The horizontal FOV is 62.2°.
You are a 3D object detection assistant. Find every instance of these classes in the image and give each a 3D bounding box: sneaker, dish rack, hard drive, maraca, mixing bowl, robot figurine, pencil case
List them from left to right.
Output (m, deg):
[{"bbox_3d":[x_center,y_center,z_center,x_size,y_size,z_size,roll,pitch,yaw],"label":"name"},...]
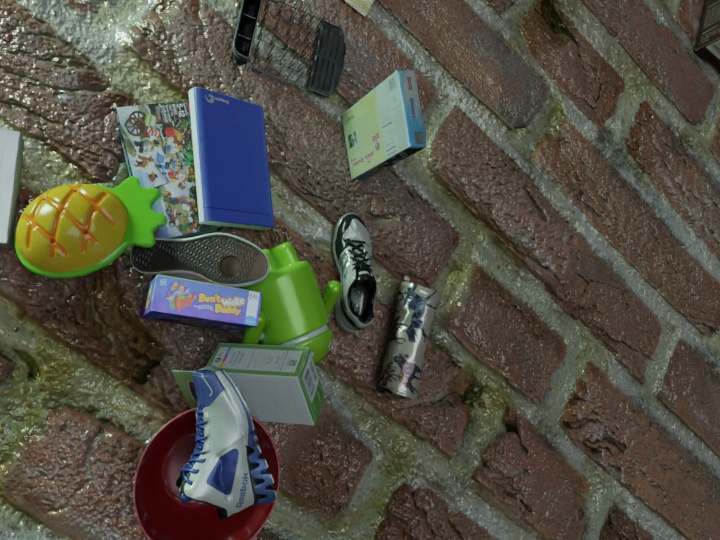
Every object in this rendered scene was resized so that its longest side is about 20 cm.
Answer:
[{"bbox_3d":[-0.367,-0.062,0.816,0.196,0.107,0.139,-18,71,-14],"label":"maraca"},{"bbox_3d":[-0.223,0.290,0.850,0.196,0.108,0.205,3,83,-25],"label":"mixing bowl"},{"bbox_3d":[-0.224,-0.016,0.872,0.196,0.085,0.074,7,84,3],"label":"sneaker"},{"bbox_3d":[-0.191,0.234,0.768,0.114,0.080,0.203,-23,95,-27],"label":"sneaker"},{"bbox_3d":[-0.197,-0.169,0.925,0.131,0.025,0.204,3,78,-49],"label":"hard drive"},{"bbox_3d":[-0.112,0.064,0.922,0.174,0.115,0.204,-20,93,-43],"label":"robot figurine"},{"bbox_3d":[-0.112,-0.389,1.008,0.197,0.054,0.157,16,79,-23],"label":"dish rack"},{"bbox_3d":[0.000,0.000,0.998,0.074,0.087,0.205,0,83,-23],"label":"sneaker"},{"bbox_3d":[0.085,0.118,1.031,0.076,0.090,0.204,12,77,6],"label":"pencil case"}]

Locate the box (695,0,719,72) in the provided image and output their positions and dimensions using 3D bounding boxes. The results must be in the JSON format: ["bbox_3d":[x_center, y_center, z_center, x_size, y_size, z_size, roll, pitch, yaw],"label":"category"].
[{"bbox_3d":[0.963,-0.612,1.469,0.162,0.165,0.203,26,75,-19],"label":"box"}]

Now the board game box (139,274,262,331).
[{"bbox_3d":[-0.226,0.049,0.825,0.132,0.199,0.046,12,79,-23],"label":"board game box"}]

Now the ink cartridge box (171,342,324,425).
[{"bbox_3d":[-0.160,0.163,0.868,0.060,0.196,0.105,-72,156,-48],"label":"ink cartridge box"}]

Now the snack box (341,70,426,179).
[{"bbox_3d":[0.032,-0.230,0.976,0.036,0.199,0.119,-8,88,-28],"label":"snack box"}]

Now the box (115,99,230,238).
[{"bbox_3d":[-0.280,-0.152,0.911,0.134,0.038,0.204,-15,90,-25],"label":"box"}]

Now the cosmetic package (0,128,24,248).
[{"bbox_3d":[-0.556,-0.118,0.773,0.196,0.051,0.154,7,79,-24],"label":"cosmetic package"}]

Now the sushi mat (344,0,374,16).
[{"bbox_3d":[-0.050,-0.555,1.078,0.198,0.012,0.097,32,73,-19],"label":"sushi mat"}]
